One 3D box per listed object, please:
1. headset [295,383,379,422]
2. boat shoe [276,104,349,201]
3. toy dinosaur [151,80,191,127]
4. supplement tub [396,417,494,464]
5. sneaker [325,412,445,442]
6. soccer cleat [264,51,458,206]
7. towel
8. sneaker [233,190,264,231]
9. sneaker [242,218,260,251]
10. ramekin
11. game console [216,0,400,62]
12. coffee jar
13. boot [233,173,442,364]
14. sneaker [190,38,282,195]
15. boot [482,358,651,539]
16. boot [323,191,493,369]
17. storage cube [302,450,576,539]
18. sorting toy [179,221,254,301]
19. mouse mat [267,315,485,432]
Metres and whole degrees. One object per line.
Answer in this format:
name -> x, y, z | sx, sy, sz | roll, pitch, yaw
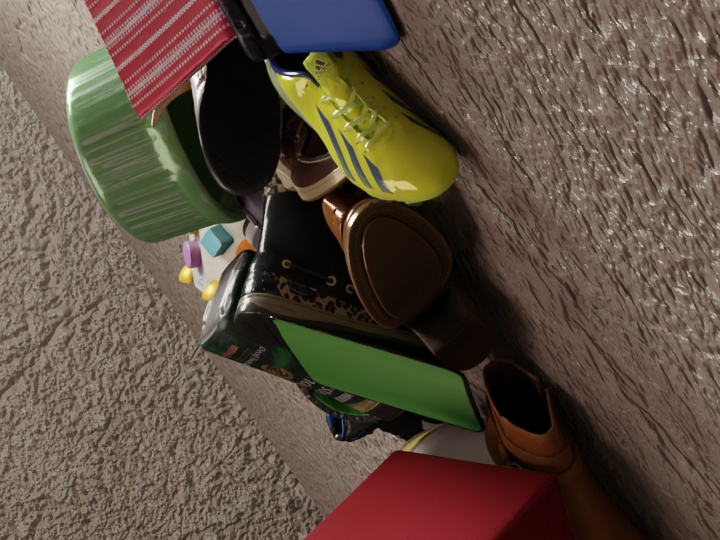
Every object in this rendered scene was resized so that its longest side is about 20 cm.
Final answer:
headset -> -0.026, 0.061, 1.669 | 0.200, 0.123, 0.094 | 56, -156, -19
boat shoe -> -0.036, -0.103, 1.391 | 0.072, 0.072, 0.200 | 59, 171, -13
toy dinosaur -> -0.135, -0.177, 1.527 | 0.101, 0.058, 0.200 | 55, -159, 5
supplement tub -> 0.092, 0.210, 1.635 | 0.145, 0.144, 0.200 | 52, 169, 2
sneaker -> 0.026, 0.149, 1.811 | 0.073, 0.112, 0.200 | 40, 164, 51
soccer cleat -> -0.007, -0.114, 1.236 | 0.200, 0.065, 0.084 | 45, 169, 41
towel -> -0.168, -0.235, 1.375 | 0.144, 0.022, 0.201 | -34, 78, 46
sneaker -> -0.029, -0.041, 1.590 | 0.200, 0.074, 0.087 | 43, 160, -7
sneaker -> -0.047, 0.008, 1.740 | 0.121, 0.083, 0.200 | 54, 178, 21
ramekin -> -0.182, -0.123, 1.630 | 0.200, 0.097, 0.201 | -20, -90, -75
game console -> -0.062, -0.246, 1.174 | 0.171, 0.118, 0.200 | -90, -24, -51
coffee jar -> -0.033, 0.060, 1.566 | 0.199, 0.086, 0.104 | 22, 157, -12
boot -> 0.000, -0.001, 1.504 | 0.202, 0.155, 0.073 | 15, 152, -18
sneaker -> -0.101, -0.143, 1.428 | 0.108, 0.067, 0.203 | 86, 169, -75
boot -> 0.167, 0.165, 1.414 | 0.200, 0.076, 0.156 | 51, 165, 39
boot -> 0.018, -0.023, 1.360 | 0.200, 0.077, 0.155 | 40, -171, -47
storage cube -> 0.061, 0.265, 1.402 | 0.199, 0.180, 0.172 | 4, 124, 45
sorting toy -> -0.161, -0.072, 2.018 | 0.200, 0.106, 0.181 | -153, 47, -66
mouse mat -> 0.016, 0.083, 1.427 | 0.160, 0.008, 0.200 | 16, 164, 13
